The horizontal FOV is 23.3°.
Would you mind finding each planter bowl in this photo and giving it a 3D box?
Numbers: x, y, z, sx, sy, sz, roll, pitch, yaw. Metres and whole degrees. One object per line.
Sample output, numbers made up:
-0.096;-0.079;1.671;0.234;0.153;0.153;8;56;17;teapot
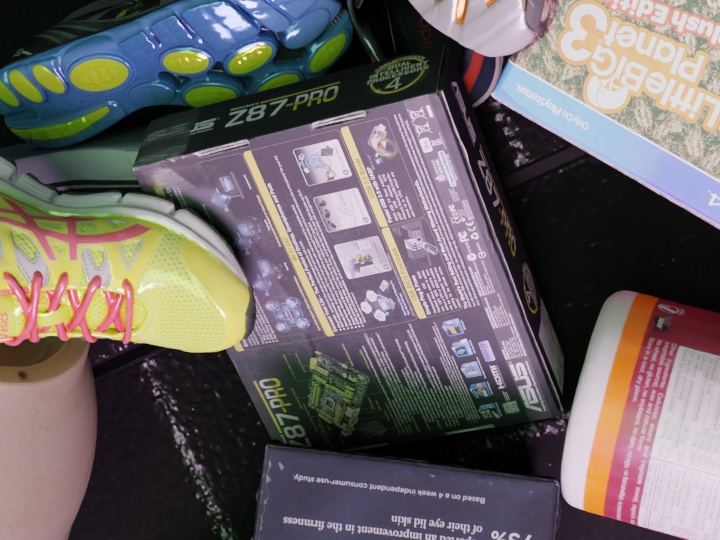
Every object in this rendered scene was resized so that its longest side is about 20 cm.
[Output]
-0.216;0.059;0.895;0.200;0.200;0.135;38;121;6;planter bowl

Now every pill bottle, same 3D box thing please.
0.202;0.085;0.829;0.198;0.110;0.111;14;106;14;pill bottle

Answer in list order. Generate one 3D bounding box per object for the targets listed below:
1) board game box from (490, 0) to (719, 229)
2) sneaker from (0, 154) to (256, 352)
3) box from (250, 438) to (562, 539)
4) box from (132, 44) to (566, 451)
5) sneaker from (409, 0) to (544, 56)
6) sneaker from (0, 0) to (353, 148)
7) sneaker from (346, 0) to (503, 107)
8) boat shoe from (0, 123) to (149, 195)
0.179;-0.134;0.795;0.158;0.097;0.201;30;109;9;board game box
-0.148;0.007;0.825;0.198;0.091;0.079;16;133;6;sneaker
0.013;0.193;0.856;0.146;0.104;0.203;8;82;1;box
0.000;0.000;0.865;0.160;0.049;0.201;-13;124;18;box
0.050;-0.193;0.795;0.078;0.077;0.202;-30;70;45;sneaker
-0.098;-0.119;0.889;0.198;0.083;0.071;-10;131;24;sneaker
0.016;-0.171;0.844;0.074;0.084;0.202;-20;95;20;sneaker
-0.136;-0.036;0.928;0.197;0.074;0.069;-7;105;17;boat shoe
